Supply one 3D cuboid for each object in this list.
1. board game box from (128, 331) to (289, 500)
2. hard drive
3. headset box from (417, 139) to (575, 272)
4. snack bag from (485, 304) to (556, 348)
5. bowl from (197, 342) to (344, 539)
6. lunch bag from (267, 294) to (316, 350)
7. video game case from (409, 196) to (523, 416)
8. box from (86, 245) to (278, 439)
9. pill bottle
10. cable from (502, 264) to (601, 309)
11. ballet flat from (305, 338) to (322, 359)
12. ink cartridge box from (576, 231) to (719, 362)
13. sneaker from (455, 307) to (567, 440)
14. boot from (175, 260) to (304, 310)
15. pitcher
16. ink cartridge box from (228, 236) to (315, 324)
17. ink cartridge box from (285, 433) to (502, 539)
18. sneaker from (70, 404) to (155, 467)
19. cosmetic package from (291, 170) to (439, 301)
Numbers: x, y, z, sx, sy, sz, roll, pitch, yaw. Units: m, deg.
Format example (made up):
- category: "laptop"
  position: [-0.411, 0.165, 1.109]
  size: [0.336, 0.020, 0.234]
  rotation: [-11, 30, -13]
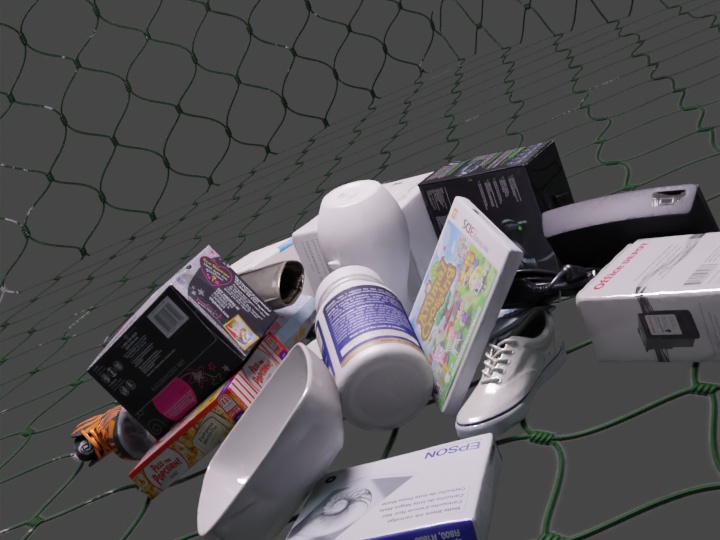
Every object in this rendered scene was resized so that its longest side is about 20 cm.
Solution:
- category: "board game box"
  position: [-0.184, 0.180, 1.278]
  size: [0.200, 0.046, 0.152]
  rotation: [-42, 7, 25]
- category: "hard drive"
  position: [0.323, -0.030, 1.219]
  size: [0.198, 0.135, 0.043]
  rotation: [-9, 40, 39]
- category: "headset box"
  position: [0.205, -0.073, 1.433]
  size: [0.198, 0.176, 0.093]
  rotation: [-8, 21, 44]
- category: "snack bag"
  position: [0.128, 0.079, 1.335]
  size: [0.198, 0.022, 0.188]
  rotation: [-29, 16, -20]
- category: "bowl"
  position: [-0.085, 0.188, 1.076]
  size: [0.201, 0.074, 0.200]
  rotation: [-55, 11, 6]
- category: "lunch bag"
  position: [-0.163, 0.115, 1.446]
  size: [0.198, 0.128, 0.170]
  rotation: [-27, 10, 26]
- category: "video game case"
  position: [0.109, 0.036, 1.181]
  size: [0.022, 0.203, 0.182]
  rotation: [14, 17, -19]
- category: "box"
  position: [-0.223, 0.089, 1.286]
  size: [0.200, 0.132, 0.115]
  rotation: [-41, 7, 31]
- category: "pill bottle"
  position: [0.008, 0.085, 1.217]
  size: [0.114, 0.117, 0.201]
  rotation: [-23, 34, 0]
- category: "cable"
  position: [0.206, 0.017, 1.216]
  size: [0.161, 0.052, 0.199]
  rotation: [-6, -3, -37]
- category: "ballet flat"
  position: [-0.078, 0.161, 1.293]
  size: [0.069, 0.070, 0.200]
  rotation: [-5, 31, 47]
- category: "ink cartridge box"
  position: [0.350, 0.026, 1.074]
  size: [0.198, 0.084, 0.145]
  rotation: [-6, 23, 49]
- category: "sneaker"
  position: [0.155, 0.109, 1.106]
  size: [0.072, 0.072, 0.200]
  rotation: [-10, 21, 40]
- category: "boot"
  position: [-0.170, 0.020, 1.413]
  size: [0.198, 0.073, 0.183]
  rotation: [-24, 26, 20]
- category: "pitcher"
  position: [0.000, 0.000, 1.359]
  size: [0.120, 0.203, 0.171]
  rotation: [3, 30, 38]
- category: "ink cartridge box"
  position: [-0.149, 0.038, 1.636]
  size: [0.128, 0.127, 0.199]
  rotation: [-34, 10, -36]
- category: "ink cartridge box"
  position: [0.025, 0.234, 0.939]
  size: [0.197, 0.041, 0.200]
  rotation: [-18, 17, 20]
- category: "sneaker"
  position: [-0.344, 0.237, 1.418]
  size: [0.111, 0.078, 0.200]
  rotation: [-28, 5, -3]
- category: "cosmetic package"
  position: [0.040, -0.029, 1.541]
  size: [0.198, 0.168, 0.167]
  rotation: [-10, 20, 35]
